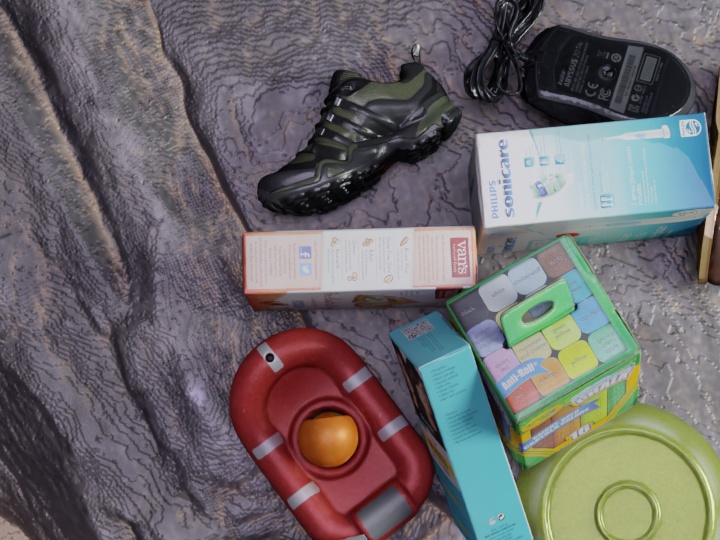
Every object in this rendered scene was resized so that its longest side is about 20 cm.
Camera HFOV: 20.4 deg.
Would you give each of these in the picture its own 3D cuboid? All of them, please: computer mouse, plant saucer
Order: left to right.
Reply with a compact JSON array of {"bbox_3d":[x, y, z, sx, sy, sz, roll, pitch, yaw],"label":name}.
[{"bbox_3d":[0.202,-0.174,1.787,0.199,0.053,0.139,21,66,11],"label":"computer mouse"},{"bbox_3d":[0.233,0.215,1.754,0.198,0.031,0.202,0,83,0],"label":"plant saucer"}]

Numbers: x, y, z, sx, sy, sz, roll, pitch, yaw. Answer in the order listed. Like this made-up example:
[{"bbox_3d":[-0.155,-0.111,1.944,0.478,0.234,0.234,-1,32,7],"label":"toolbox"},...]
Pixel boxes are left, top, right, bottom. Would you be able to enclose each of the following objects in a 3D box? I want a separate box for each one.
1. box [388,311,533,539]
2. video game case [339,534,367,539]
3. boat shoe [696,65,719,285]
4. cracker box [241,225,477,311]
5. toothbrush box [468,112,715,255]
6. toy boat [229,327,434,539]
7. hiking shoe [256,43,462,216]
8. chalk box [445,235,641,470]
[{"bbox_3d":[0.086,0.142,1.690,0.049,0.082,0.201,-23,115,-9],"label":"box"},{"bbox_3d":[-0.067,0.340,1.704,0.180,0.045,0.202,-9,100,-1],"label":"video game case"},{"bbox_3d":[0.339,-0.083,1.770,0.070,0.070,0.202,9,83,6],"label":"boat shoe"},{"bbox_3d":[0.000,0.000,1.731,0.198,0.134,0.058,-2,82,1],"label":"cracker box"},{"bbox_3d":[0.196,-0.073,1.733,0.198,0.146,0.086,-4,81,-1],"label":"toothbrush box"},{"bbox_3d":[-0.028,0.142,1.714,0.130,0.131,0.200,-37,84,-4],"label":"toy boat"},{"bbox_3d":[-0.013,-0.123,1.786,0.199,0.076,0.101,-27,75,-12],"label":"hiking shoe"},{"bbox_3d":[0.155,0.064,1.677,0.124,0.200,0.124,-29,70,-3],"label":"chalk box"}]
